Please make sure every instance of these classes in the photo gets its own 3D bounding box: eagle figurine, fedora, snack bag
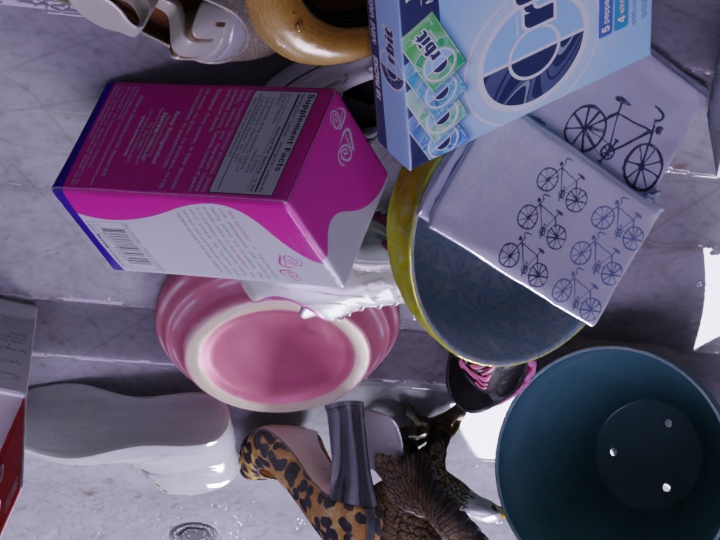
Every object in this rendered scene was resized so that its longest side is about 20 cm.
[{"bbox_3d":[0.063,0.210,1.834,0.150,0.201,0.152,-8,141,9],"label":"eagle figurine"},{"bbox_3d":[-0.006,-0.229,1.366,0.199,0.082,0.202,-22,137,-23],"label":"fedora"},{"bbox_3d":[0.152,-0.082,1.530,0.188,0.021,0.201,31,89,-36],"label":"snack bag"}]

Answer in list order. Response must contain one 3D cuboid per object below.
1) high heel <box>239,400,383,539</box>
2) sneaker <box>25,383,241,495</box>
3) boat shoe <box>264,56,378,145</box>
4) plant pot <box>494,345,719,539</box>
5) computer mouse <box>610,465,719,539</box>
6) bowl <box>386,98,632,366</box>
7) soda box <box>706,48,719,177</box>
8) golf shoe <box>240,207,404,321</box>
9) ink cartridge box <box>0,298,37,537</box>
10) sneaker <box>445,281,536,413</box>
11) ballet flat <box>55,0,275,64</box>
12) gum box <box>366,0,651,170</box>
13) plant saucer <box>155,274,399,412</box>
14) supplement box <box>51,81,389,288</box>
[{"bbox_3d":[-0.050,0.200,1.841,0.071,0.144,0.200,3,163,-31],"label":"high heel"},{"bbox_3d":[-0.200,0.153,1.855,0.198,0.074,0.116,3,150,9],"label":"sneaker"},{"bbox_3d":[-0.010,-0.118,1.537,0.073,0.066,0.200,28,132,-33],"label":"boat shoe"},{"bbox_3d":[0.227,0.160,1.816,0.199,0.202,0.135,-20,174,21],"label":"plant pot"},{"bbox_3d":[0.278,0.212,1.972,0.109,0.044,0.200,-7,145,24],"label":"computer mouse"},{"bbox_3d":[0.090,-0.042,1.584,0.199,0.108,0.202,-11,113,-29],"label":"bowl"},{"bbox_3d":[0.288,-0.153,1.510,0.068,0.064,0.201,0,140,-2],"label":"soda box"},{"bbox_3d":[0.000,0.000,1.664,0.198,0.076,0.092,15,119,-11],"label":"golf shoe"},{"bbox_3d":[-0.311,0.150,1.765,0.044,0.177,0.200,12,138,-16],"label":"ink cartridge box"},{"bbox_3d":[0.104,0.058,1.714,0.079,0.095,0.200,43,141,11],"label":"sneaker"},{"bbox_3d":[-0.137,-0.173,1.468,0.199,0.063,0.067,20,136,-25],"label":"ballet flat"},{"bbox_3d":[0.098,-0.177,1.397,0.199,0.045,0.171,-25,137,-20],"label":"gum box"},{"bbox_3d":[-0.067,0.052,1.756,0.199,0.051,0.201,-1,140,-1],"label":"plant saucer"},{"bbox_3d":[-0.097,-0.061,1.524,0.199,0.104,0.101,6,148,31],"label":"supplement box"}]
